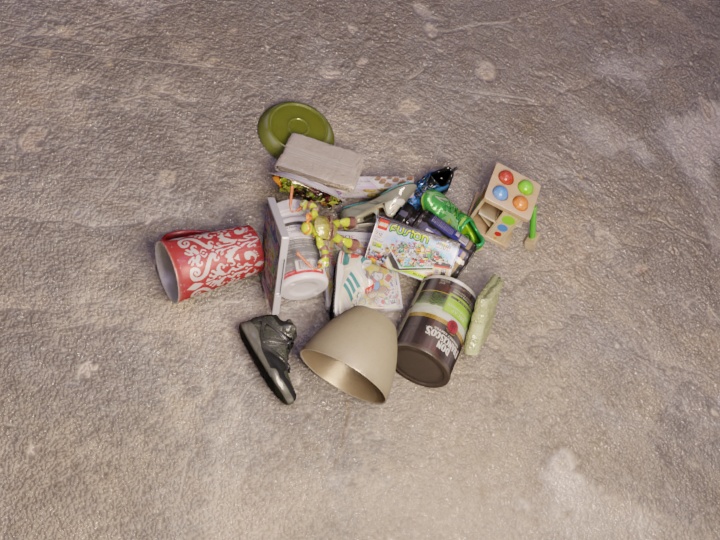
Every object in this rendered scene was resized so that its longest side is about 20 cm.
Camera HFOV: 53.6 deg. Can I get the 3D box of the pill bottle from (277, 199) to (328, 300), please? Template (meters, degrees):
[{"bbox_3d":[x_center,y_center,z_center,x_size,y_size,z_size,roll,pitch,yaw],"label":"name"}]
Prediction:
[{"bbox_3d":[-0.144,-0.047,1.580,0.113,0.114,0.201,-4,63,-19],"label":"pill bottle"}]

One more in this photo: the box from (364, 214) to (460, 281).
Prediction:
[{"bbox_3d":[0.118,-0.043,1.627,0.198,0.035,0.111,19,99,5],"label":"box"}]

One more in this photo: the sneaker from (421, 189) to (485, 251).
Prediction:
[{"bbox_3d":[0.232,-0.127,1.736,0.200,0.083,0.074,43,69,-11],"label":"sneaker"}]

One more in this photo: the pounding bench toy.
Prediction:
[{"bbox_3d":[0.388,-0.148,1.780,0.199,0.156,0.125,27,57,-2],"label":"pounding bench toy"}]

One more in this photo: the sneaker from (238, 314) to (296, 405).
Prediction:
[{"bbox_3d":[-0.161,0.174,1.473,0.114,0.076,0.200,-23,65,-20],"label":"sneaker"}]

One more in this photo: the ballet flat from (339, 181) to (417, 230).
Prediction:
[{"bbox_3d":[0.048,-0.145,1.688,0.199,0.067,0.064,-20,70,12],"label":"ballet flat"}]

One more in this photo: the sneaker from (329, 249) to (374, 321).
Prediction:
[{"bbox_3d":[-0.016,0.047,1.566,0.093,0.071,0.201,8,56,-6],"label":"sneaker"}]

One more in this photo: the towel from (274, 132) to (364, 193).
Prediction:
[{"bbox_3d":[-0.094,-0.257,1.712,0.198,0.035,0.133,19,50,1],"label":"towel"}]

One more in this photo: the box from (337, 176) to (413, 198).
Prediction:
[{"bbox_3d":[0.032,-0.202,1.730,0.198,0.042,0.039,1,59,4],"label":"box"}]

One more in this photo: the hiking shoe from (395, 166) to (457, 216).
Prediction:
[{"bbox_3d":[0.152,-0.203,1.777,0.199,0.087,0.074,-35,76,-30],"label":"hiking shoe"}]

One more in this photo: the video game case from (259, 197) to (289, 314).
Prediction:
[{"bbox_3d":[-0.182,-0.029,1.483,0.018,0.201,0.144,-3,39,-20],"label":"video game case"}]

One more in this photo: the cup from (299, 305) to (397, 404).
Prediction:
[{"bbox_3d":[-0.004,0.158,1.447,0.199,0.200,0.144,31,67,1],"label":"cup"}]

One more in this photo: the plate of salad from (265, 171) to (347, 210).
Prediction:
[{"bbox_3d":[-0.126,-0.179,1.632,0.199,0.200,0.048,19,89,-6],"label":"plate of salad"}]

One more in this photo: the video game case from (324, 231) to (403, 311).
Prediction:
[{"bbox_3d":[0.000,0.000,1.653,0.180,0.023,0.202,2,62,-16],"label":"video game case"}]

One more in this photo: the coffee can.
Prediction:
[{"bbox_3d":[0.160,0.131,1.558,0.146,0.147,0.201,29,57,0],"label":"coffee can"}]

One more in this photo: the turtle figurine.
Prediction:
[{"bbox_3d":[-0.076,-0.096,1.541,0.160,0.064,0.201,3,61,-45],"label":"turtle figurine"}]

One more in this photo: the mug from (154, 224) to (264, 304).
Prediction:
[{"bbox_3d":[-0.324,-0.040,1.512,0.199,0.134,0.178,-17,70,-29],"label":"mug"}]

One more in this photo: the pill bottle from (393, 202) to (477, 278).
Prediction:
[{"bbox_3d":[0.167,-0.071,1.691,0.199,0.112,0.112,36,57,2],"label":"pill bottle"}]

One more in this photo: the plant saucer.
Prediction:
[{"bbox_3d":[-0.159,-0.354,1.797,0.198,0.031,0.201,7,60,-13],"label":"plant saucer"}]

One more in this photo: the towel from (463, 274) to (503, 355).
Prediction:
[{"bbox_3d":[0.276,0.096,1.573,0.036,0.150,0.200,17,19,17],"label":"towel"}]
